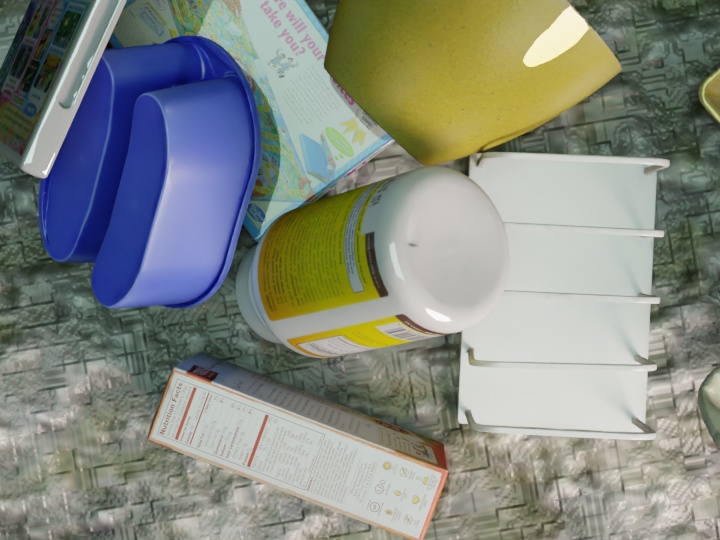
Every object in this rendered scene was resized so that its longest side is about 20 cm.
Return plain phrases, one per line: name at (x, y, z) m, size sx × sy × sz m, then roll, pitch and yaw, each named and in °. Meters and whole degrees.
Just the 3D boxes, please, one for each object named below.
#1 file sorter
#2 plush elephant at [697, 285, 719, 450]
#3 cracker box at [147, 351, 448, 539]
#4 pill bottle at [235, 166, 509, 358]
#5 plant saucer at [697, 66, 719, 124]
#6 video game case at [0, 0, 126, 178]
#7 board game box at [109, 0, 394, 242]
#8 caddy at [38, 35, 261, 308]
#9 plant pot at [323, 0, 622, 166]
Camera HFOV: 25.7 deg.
file sorter at (0.143, 0.018, 1.112) m, size 0.138 × 0.125 × 0.201 m, roll 3°, pitch 92°, yaw 2°
plush elephant at (0.318, 0.070, 1.070) m, size 0.164 × 0.200 × 0.155 m, roll -1°, pitch 78°, yaw -34°
cracker box at (-0.041, 0.121, 1.114) m, size 0.199 × 0.134 × 0.058 m, roll 21°, pitch 92°, yaw 2°
pill bottle at (0.000, 0.000, 1.077) m, size 0.109 × 0.200 × 0.110 m, roll 9°, pitch 76°, yaw -37°
plant saucer at (0.376, -0.119, 1.141) m, size 0.200 × 0.048 × 0.200 m, roll -42°, pitch 90°, yaw 1°
video game case at (-0.207, -0.163, 1.088) m, size 0.024 × 0.200 × 0.182 m, roll 24°, pitch 92°, yaw -25°
board game box at (-0.081, -0.140, 1.160) m, size 0.134 × 0.034 × 0.200 m, roll -36°, pitch 90°, yaw 2°
caddy at (-0.141, -0.066, 1.104) m, size 0.141 × 0.105 × 0.200 m, roll 39°, pitch 122°, yaw 35°
plant pot at (0.058, -0.157, 1.080) m, size 0.200 × 0.200 × 0.142 m, roll 45°, pitch 97°, yaw 0°
